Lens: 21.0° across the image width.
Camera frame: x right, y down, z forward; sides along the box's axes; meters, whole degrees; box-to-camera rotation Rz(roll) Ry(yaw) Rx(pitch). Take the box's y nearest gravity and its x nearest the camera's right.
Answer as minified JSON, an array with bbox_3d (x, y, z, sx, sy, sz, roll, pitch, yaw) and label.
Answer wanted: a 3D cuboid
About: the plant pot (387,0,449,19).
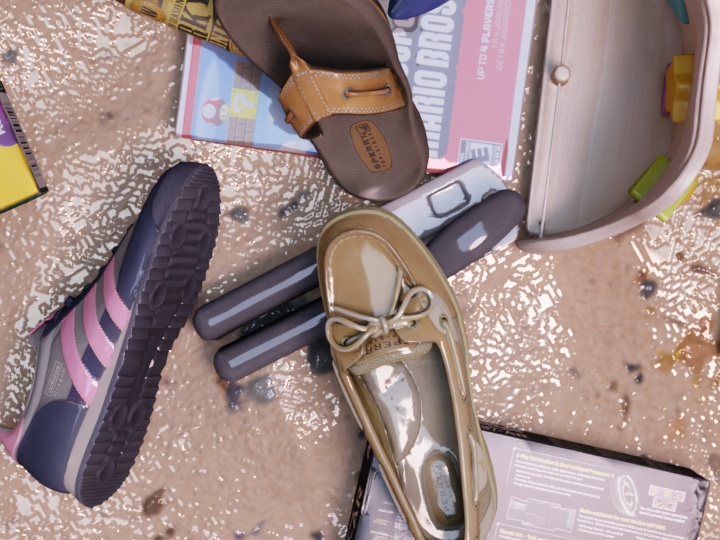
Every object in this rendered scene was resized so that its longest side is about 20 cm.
[{"bbox_3d":[0.010,-0.258,0.999,0.178,0.200,0.202,21,63,-13],"label":"plant pot"}]

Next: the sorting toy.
[{"bbox_3d":[0.158,-0.100,1.053,0.106,0.180,0.202,6,94,-5],"label":"sorting toy"}]

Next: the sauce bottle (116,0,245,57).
[{"bbox_3d":[-0.096,-0.164,1.069,0.198,0.065,0.065,21,92,-4],"label":"sauce bottle"}]

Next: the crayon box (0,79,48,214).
[{"bbox_3d":[-0.292,-0.100,1.075,0.171,0.058,0.202,-23,95,-2],"label":"crayon box"}]

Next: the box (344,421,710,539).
[{"bbox_3d":[0.089,0.176,1.133,0.198,0.044,0.162,12,92,-6],"label":"box"}]

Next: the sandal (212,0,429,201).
[{"bbox_3d":[-0.015,-0.090,1.035,0.081,0.201,0.055,-11,52,13],"label":"sandal"}]

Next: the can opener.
[{"bbox_3d":[0.000,0.000,1.100,0.199,0.067,0.054,-27,92,-2],"label":"can opener"}]

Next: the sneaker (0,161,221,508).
[{"bbox_3d":[-0.145,0.025,1.091,0.081,0.070,0.202,21,87,25],"label":"sneaker"}]

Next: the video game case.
[{"bbox_3d":[0.000,-0.134,1.118,0.198,0.017,0.145,7,93,-5],"label":"video game case"}]

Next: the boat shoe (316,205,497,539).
[{"bbox_3d":[0.025,0.064,1.057,0.072,0.063,0.203,-13,100,9],"label":"boat shoe"}]
